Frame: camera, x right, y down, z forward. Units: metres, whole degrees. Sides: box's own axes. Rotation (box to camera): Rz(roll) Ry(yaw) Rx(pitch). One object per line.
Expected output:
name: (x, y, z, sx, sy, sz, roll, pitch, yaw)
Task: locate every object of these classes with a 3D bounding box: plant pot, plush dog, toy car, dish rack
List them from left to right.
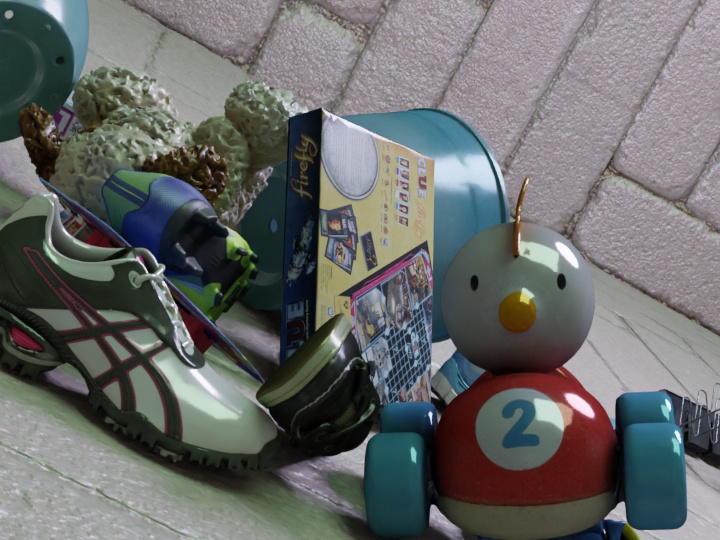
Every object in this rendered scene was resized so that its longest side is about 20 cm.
plant pot: (-0.301, -0.193, 1.350, 0.200, 0.201, 0.161, 22, 25, -39)
plush dog: (-0.155, -0.067, 1.265, 0.198, 0.162, 0.171, 10, 4, 26)
plant pot: (-0.012, -0.038, 1.432, 0.187, 0.202, 0.200, 0, 28, -43)
toy car: (0.095, 0.046, 1.040, 0.182, 0.202, 0.177, -3, 7, 7)
dish rack: (0.421, 0.153, 1.827, 0.152, 0.055, 0.199, 23, -32, -28)

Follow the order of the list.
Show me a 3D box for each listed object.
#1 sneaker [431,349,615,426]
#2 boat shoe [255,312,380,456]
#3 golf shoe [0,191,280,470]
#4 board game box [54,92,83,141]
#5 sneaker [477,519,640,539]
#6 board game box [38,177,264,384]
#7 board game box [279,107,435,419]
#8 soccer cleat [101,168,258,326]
sneaker: (0.156, 0.106, 1.454, 0.199, 0.090, 0.078, 25, 10, -32)
boat shoe: (-0.018, 0.076, 1.035, 0.066, 0.072, 0.201, 47, -9, 3)
golf shoe: (-0.122, 0.039, 0.957, 0.199, 0.089, 0.077, 31, 7, -5)
board game box: (-0.294, -0.163, 1.673, 0.199, 0.034, 0.134, 31, 9, 5)
sneaker: (0.137, 0.175, 1.064, 0.066, 0.079, 0.200, 23, 10, -28)
board game box: (-0.145, 0.020, 1.110, 0.158, 0.039, 0.200, 48, -10, -31)
board game box: (0.000, 0.000, 1.257, 0.034, 0.202, 0.135, -11, -20, 38)
soccer cleat: (-0.122, -0.017, 1.176, 0.083, 0.065, 0.200, 33, -12, 15)
